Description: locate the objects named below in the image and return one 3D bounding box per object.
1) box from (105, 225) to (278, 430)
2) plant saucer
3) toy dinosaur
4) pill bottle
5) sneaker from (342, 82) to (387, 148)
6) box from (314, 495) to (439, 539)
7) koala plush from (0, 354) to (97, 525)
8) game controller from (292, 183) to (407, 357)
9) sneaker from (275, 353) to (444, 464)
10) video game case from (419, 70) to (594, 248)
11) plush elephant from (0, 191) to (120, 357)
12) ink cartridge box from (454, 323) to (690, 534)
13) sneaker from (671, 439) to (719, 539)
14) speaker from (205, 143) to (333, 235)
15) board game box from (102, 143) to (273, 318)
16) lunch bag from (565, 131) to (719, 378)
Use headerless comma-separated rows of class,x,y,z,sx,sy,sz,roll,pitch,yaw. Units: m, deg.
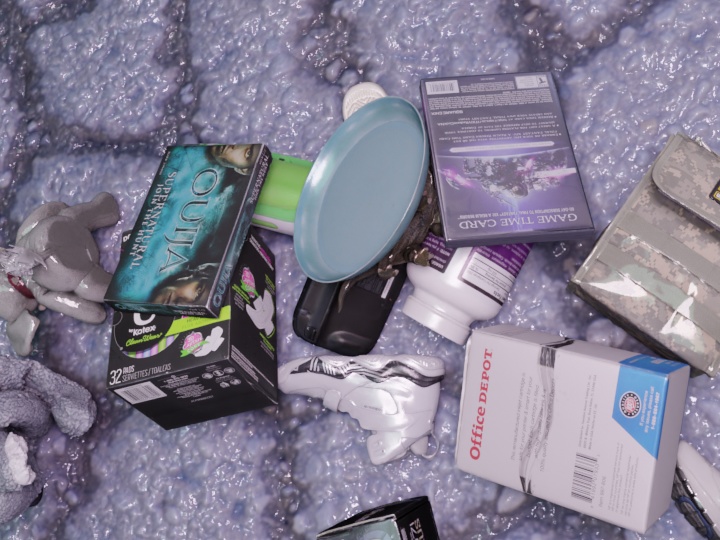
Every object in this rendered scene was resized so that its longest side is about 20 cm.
box,-0.182,0.050,0.921,0.146,0.125,0.203,-14,55,14
plant saucer,0.003,-0.079,0.836,0.199,0.027,0.203,-30,48,40
toy dinosaur,0.043,-0.039,0.849,0.076,0.102,0.202,24,99,-17
pill bottle,0.122,-0.028,0.882,0.111,0.112,0.202,28,91,18
sneaker,0.024,-0.115,0.951,0.074,0.085,0.204,-8,104,2
box,0.039,0.342,0.825,0.085,0.164,0.203,-17,77,13
koala plush,-0.417,0.209,0.930,0.177,0.184,0.201,-38,33,10
game controller,0.000,0.000,0.922,0.103,0.042,0.202,19,104,-20
sneaker,-0.004,0.154,0.911,0.196,0.075,0.117,-3,79,13
video game case,0.140,-0.115,0.818,0.140,0.019,0.203,-4,60,-3
plush elephant,-0.388,0.010,1.010,0.154,0.199,0.167,-28,82,29
ink cartridge box,0.201,0.144,0.805,0.198,0.084,0.147,12,99,35
sneaker,0.376,0.241,0.799,0.087,0.075,0.200,-40,80,-5
speaker,-0.110,-0.093,0.974,0.197,0.088,0.090,15,86,18
board game box,-0.182,-0.047,0.886,0.133,0.028,0.203,2,61,24
lunch bag,0.328,-0.020,0.818,0.163,0.118,0.201,36,90,13
